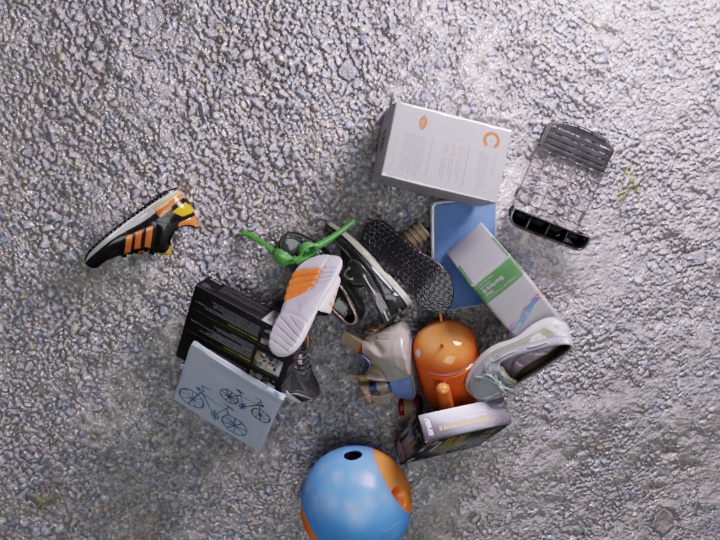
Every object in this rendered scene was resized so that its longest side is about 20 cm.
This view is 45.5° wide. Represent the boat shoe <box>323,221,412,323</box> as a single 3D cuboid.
[{"bbox_3d":[0.000,0.000,1.461,0.068,0.072,0.200,-41,83,4],"label":"boat shoe"}]

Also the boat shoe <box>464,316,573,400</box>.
[{"bbox_3d":[0.259,0.154,1.412,0.202,0.065,0.074,-35,117,18],"label":"boat shoe"}]

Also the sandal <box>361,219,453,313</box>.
[{"bbox_3d":[0.085,-0.010,1.471,0.200,0.045,0.075,45,96,7],"label":"sandal"}]

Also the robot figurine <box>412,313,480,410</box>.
[{"bbox_3d":[0.154,0.165,1.506,0.144,0.116,0.201,-39,137,-24],"label":"robot figurine"}]

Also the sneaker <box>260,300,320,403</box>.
[{"bbox_3d":[-0.119,0.139,1.488,0.086,0.080,0.200,-20,110,31],"label":"sneaker"}]

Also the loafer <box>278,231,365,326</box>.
[{"bbox_3d":[-0.065,0.014,1.471,0.072,0.063,0.200,-42,95,10],"label":"loafer"}]

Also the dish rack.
[{"bbox_3d":[0.355,-0.152,1.494,0.153,0.055,0.201,20,102,-12],"label":"dish rack"}]

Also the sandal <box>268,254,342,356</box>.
[{"bbox_3d":[-0.088,0.064,1.400,0.079,0.207,0.059,7,144,28],"label":"sandal"}]

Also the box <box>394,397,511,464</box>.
[{"bbox_3d":[0.157,0.285,1.510,0.158,0.200,0.049,-9,69,-15],"label":"box"}]

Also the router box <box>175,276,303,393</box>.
[{"bbox_3d":[-0.203,0.121,1.452,0.199,0.051,0.150,27,115,12],"label":"router box"}]

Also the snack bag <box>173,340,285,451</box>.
[{"bbox_3d":[-0.228,0.212,1.463,0.188,0.021,0.200,31,138,5],"label":"snack bag"}]

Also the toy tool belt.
[{"bbox_3d":[0.038,0.184,1.525,0.122,0.125,0.201,-3,123,13],"label":"toy tool belt"}]

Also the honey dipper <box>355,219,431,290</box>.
[{"bbox_3d":[0.038,-0.010,1.505,0.200,0.038,0.038,-41,106,7],"label":"honey dipper"}]

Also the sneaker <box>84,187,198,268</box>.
[{"bbox_3d":[-0.362,-0.049,1.429,0.200,0.070,0.090,-37,103,2],"label":"sneaker"}]

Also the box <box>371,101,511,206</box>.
[{"bbox_3d":[0.131,-0.189,1.421,0.199,0.097,0.125,13,88,-9],"label":"box"}]

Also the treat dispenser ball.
[{"bbox_3d":[-0.008,0.414,1.529,0.200,0.201,0.202,-2,105,-6],"label":"treat dispenser ball"}]

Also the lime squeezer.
[{"bbox_3d":[-0.105,-0.042,1.444,0.199,0.071,0.038,-5,141,13],"label":"lime squeezer"}]

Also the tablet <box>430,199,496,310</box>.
[{"bbox_3d":[0.182,-0.029,1.515,0.130,0.014,0.201,-8,108,-20],"label":"tablet"}]

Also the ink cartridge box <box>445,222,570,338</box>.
[{"bbox_3d":[0.252,0.036,1.468,0.087,0.145,0.200,-41,117,7],"label":"ink cartridge box"}]
